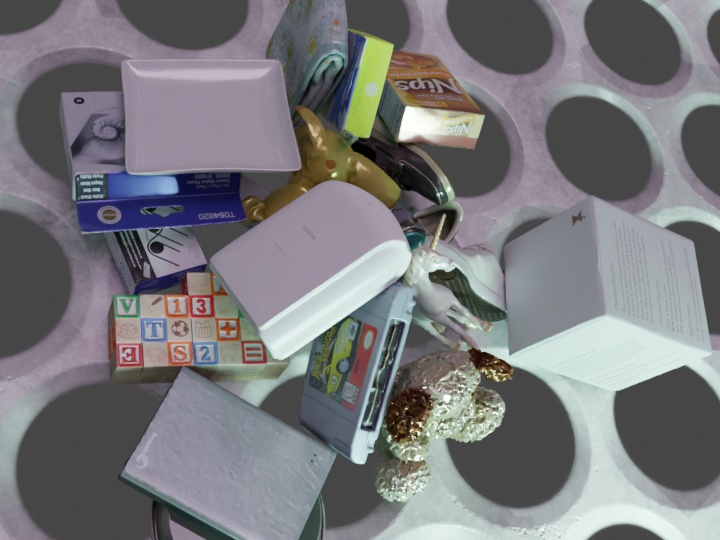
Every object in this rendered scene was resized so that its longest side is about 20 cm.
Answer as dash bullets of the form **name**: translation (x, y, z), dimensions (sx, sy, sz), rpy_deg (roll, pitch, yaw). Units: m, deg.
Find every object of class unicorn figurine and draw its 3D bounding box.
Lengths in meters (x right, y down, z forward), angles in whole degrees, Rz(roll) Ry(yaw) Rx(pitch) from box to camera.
- **unicorn figurine**: translation (0.092, 0.037, 1.208), dimensions (0.137, 0.200, 0.074), rpy_deg (38, 60, -6)

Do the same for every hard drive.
- **hard drive**: translation (-0.141, 0.211, 1.089), dimensions (0.199, 0.033, 0.140), rpy_deg (30, 58, -5)

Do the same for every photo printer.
- **photo printer**: translation (-0.051, -0.012, 1.113), dimensions (0.199, 0.070, 0.166), rpy_deg (-34, 41, -8)

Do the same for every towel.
- **towel**: translation (-0.071, -0.289, 1.312), dimensions (0.048, 0.200, 0.172), rpy_deg (7, 61, -25)

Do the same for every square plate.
- **square plate**: translation (-0.180, -0.179, 1.191), dimensions (0.196, 0.029, 0.201), rpy_deg (-2, 50, -13)

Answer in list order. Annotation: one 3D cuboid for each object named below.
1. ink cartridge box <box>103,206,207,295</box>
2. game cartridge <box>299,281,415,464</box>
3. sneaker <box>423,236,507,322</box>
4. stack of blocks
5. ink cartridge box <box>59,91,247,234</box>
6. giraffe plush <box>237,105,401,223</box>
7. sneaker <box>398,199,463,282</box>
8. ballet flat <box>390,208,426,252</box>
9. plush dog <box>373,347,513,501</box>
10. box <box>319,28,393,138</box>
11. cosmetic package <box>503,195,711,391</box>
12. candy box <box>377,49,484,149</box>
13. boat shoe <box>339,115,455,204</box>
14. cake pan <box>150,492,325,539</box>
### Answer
- **ink cartridge box**: translation (-0.268, -0.072, 1.216), dimensions (0.093, 0.044, 0.201), rpy_deg (-17, 71, -28)
- **game cartridge**: translation (-0.009, 0.101, 1.137), dimensions (0.041, 0.133, 0.202), rpy_deg (14, 92, -31)
- **sneaker**: translation (0.125, -0.008, 1.290), dimensions (0.200, 0.072, 0.085), rpy_deg (37, 51, -45)
- **stack of blocks**: translation (-0.189, 0.066, 1.171), dimensions (0.198, 0.059, 0.116), rpy_deg (0, 65, -21)
- **ink cartridge box**: translation (-0.245, -0.136, 1.189), dimensions (0.198, 0.041, 0.201), rpy_deg (-6, 52, -21)
- **giraffe plush**: translation (-0.061, -0.086, 1.251), dimensions (0.172, 0.200, 0.163), rpy_deg (37, 85, 10)
- **sneaker**: translation (0.057, -0.032, 1.297), dimensions (0.200, 0.090, 0.067), rpy_deg (-34, 81, -31)
- **ballet flat**: translation (0.000, 0.000, 1.224), dimensions (0.072, 0.200, 0.072), rpy_deg (36, 23, -18)
- **plush dog**: translation (0.080, 0.147, 1.169), dimensions (0.199, 0.172, 0.161), rpy_deg (-33, 79, -30)
- **box**: translation (-0.011, -0.246, 1.296), dimensions (0.047, 0.200, 0.123), rpy_deg (10, 105, -17)
- **cosmetic package**: translation (0.313, 0.035, 1.294), dimensions (0.199, 0.166, 0.169), rpy_deg (19, 58, -30)
- **candy box**: translation (0.079, -0.238, 1.376), dimensions (0.115, 0.056, 0.200), rpy_deg (2, 33, -20)
- **boat shoe**: translation (0.045, -0.139, 1.337), dimensions (0.066, 0.072, 0.201), rpy_deg (-37, 53, -13)
- **cake pan**: translation (-0.129, 0.269, 1.107), dimensions (0.199, 0.037, 0.202), rpy_deg (9, 62, -17)
